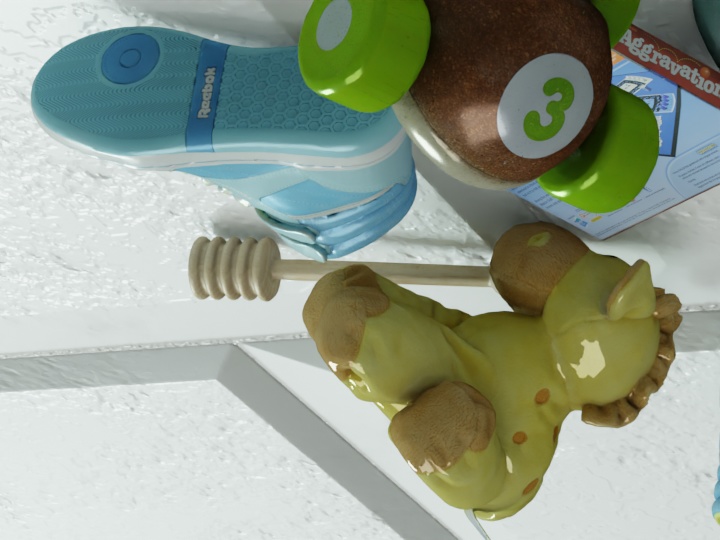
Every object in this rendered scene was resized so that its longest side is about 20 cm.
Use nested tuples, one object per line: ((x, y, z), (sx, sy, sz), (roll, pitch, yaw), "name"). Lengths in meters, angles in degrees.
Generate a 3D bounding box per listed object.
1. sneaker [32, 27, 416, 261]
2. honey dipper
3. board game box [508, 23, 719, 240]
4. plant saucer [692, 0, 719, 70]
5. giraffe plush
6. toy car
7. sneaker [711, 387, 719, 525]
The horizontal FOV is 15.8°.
((-0.064, -0.056, 1.331), (0.198, 0.080, 0.131), (7, 151, 17), "sneaker")
((0.000, 0.000, 1.478), (0.198, 0.038, 0.038), (1, 151, 17), "honey dipper")
((0.121, -0.065, 1.261), (0.102, 0.020, 0.200), (26, 161, -14), "board game box")
((0.243, -0.095, 1.160), (0.198, 0.036, 0.200), (12, 153, 6), "plant saucer")
((0.087, 0.045, 1.384), (0.200, 0.162, 0.173), (49, -179, -11), "giraffe plush")
((0.097, -0.137, 1.049), (0.164, 0.159, 0.200), (21, 143, -36), "toy car")
((0.279, 0.108, 1.427), (0.199, 0.131, 0.079), (-14, 141, 44), "sneaker")
